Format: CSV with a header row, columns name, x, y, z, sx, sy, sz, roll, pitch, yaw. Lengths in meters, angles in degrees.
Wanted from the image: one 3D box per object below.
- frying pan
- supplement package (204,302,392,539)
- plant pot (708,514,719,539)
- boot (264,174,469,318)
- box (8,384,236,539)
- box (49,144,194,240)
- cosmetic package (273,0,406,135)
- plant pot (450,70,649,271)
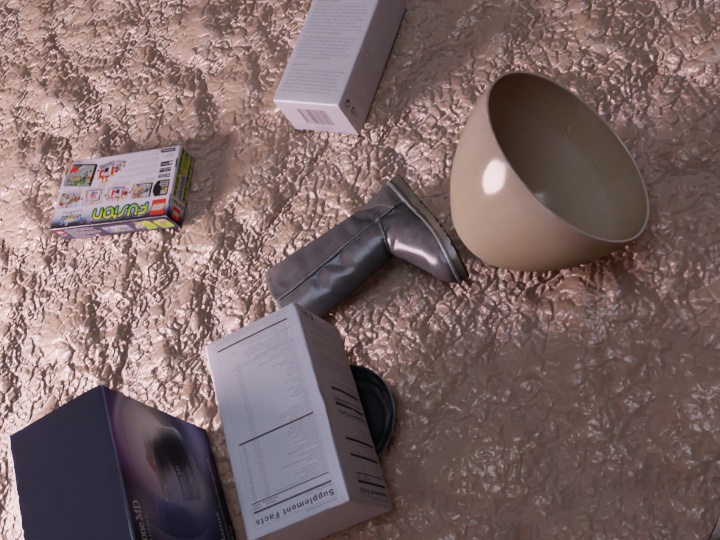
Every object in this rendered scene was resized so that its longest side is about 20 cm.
name,x,y,z,sx,sy,sz,roll,pitch,yaw
frying pan,-0.048,0.163,0.872,0.188,0.031,0.116,-9,65,23
supplement package,-0.062,0.155,0.804,0.113,0.109,0.201,-25,63,15
plant pot,0.370,0.233,0.581,0.199,0.187,0.188,28,80,20
boot,0.001,0.002,0.900,0.199,0.073,0.182,-35,44,-1
box,-0.227,0.249,0.814,0.123,0.198,0.201,-30,59,9
box,-0.330,-0.106,1.117,0.198,0.035,0.111,-4,66,23
cosmetic package,-0.024,-0.280,1.038,0.101,0.071,0.201,11,72,28
plant pot,0.166,-0.078,0.812,0.134,0.199,0.202,-45,48,44
